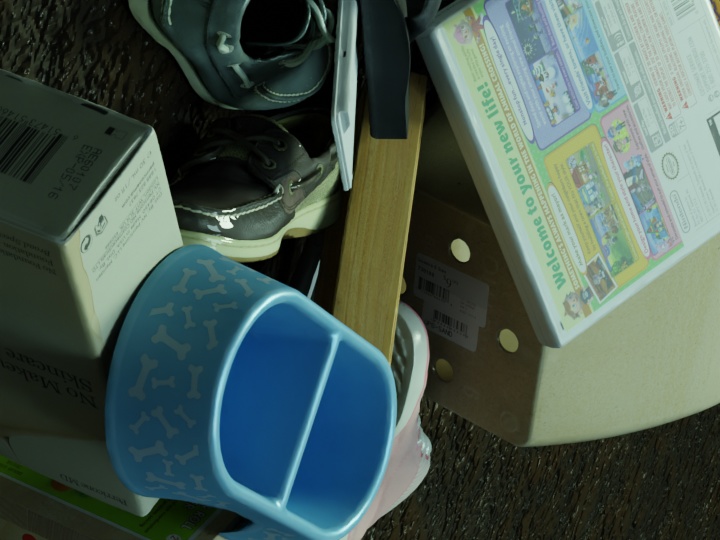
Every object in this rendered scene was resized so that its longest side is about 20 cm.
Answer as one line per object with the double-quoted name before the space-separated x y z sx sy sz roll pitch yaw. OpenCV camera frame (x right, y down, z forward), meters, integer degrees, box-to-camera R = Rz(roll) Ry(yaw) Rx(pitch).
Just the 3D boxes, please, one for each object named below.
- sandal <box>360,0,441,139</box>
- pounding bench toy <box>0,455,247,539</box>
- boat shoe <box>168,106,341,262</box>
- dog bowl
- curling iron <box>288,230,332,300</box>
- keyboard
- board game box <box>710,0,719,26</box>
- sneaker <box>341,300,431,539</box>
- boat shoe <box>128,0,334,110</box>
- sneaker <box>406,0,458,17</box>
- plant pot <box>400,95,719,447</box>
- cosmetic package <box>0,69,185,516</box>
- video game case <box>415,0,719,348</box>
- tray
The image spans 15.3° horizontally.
"sandal" 0.023 -0.147 1.339 0.200 0.043 0.076 85 6 -54
"pounding bench toy" -0.091 0.130 1.336 0.200 0.124 0.156 -46 149 -46
"boat shoe" -0.059 -0.047 1.339 0.200 0.073 0.065 -32 134 -71
"dog bowl" -0.042 0.062 1.183 0.200 0.049 0.112 38 68 -60
"curling iron" -0.046 0.071 1.518 0.049 0.026 0.200 5 102 -30
"keyboard" -0.005 -0.134 1.344 0.056 0.011 0.200 89 3 -53
"board game box" 0.179 -0.204 1.638 0.096 0.030 0.200 121 -43 -73
"sneaker" 0.004 0.084 1.581 0.105 0.075 0.200 -34 150 -52
"boat shoe" -0.048 -0.115 1.303 0.073 0.062 0.200 -68 158 -4
"sneaker" 0.072 -0.195 1.507 0.200 0.076 0.091 -53 158 -32
"plant pot" 0.107 -0.005 1.620 0.177 0.200 0.200 -30 137 -43
"cosmetic package" -0.132 0.010 1.162 0.073 0.103 0.200 -55 153 -31
"video game case" 0.134 -0.088 1.484 0.182 0.022 0.200 -34 113 -26
"tray" 0.000 0.000 1.423 0.099 0.037 0.200 111 -10 -56
